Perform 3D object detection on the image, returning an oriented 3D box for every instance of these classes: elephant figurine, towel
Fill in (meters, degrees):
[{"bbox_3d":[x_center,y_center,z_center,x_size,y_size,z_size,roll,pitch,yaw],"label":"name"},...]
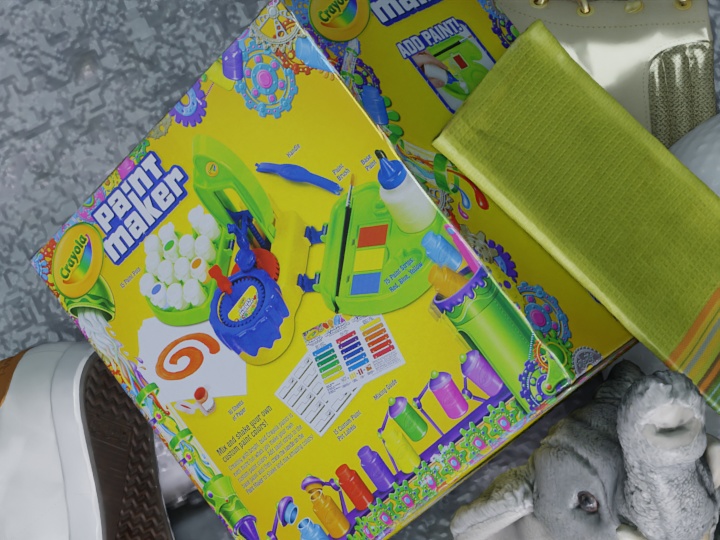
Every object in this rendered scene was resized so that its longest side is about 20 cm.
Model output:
[{"bbox_3d":[0.111,0.102,1.071,0.155,0.142,0.200,-15,117,28],"label":"elephant figurine"},{"bbox_3d":[0.121,-0.008,1.049,0.200,0.018,0.086,43,48,-5],"label":"towel"}]

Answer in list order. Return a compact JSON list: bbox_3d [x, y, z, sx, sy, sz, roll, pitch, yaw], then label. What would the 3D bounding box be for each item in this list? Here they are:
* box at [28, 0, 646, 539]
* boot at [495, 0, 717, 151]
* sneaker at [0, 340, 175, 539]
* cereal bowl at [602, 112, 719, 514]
[{"bbox_3d":[0.000,0.000,1.113,0.193,0.122,0.200,53,131,5],"label":"box"},{"bbox_3d":[0.077,-0.120,1.185,0.155,0.073,0.200,-12,89,5],"label":"boot"},{"bbox_3d":[-0.131,0.131,1.201,0.085,0.073,0.200,-3,92,35],"label":"sneaker"},{"bbox_3d":[0.204,0.025,1.137,0.200,0.083,0.200,-1,100,-5],"label":"cereal bowl"}]
